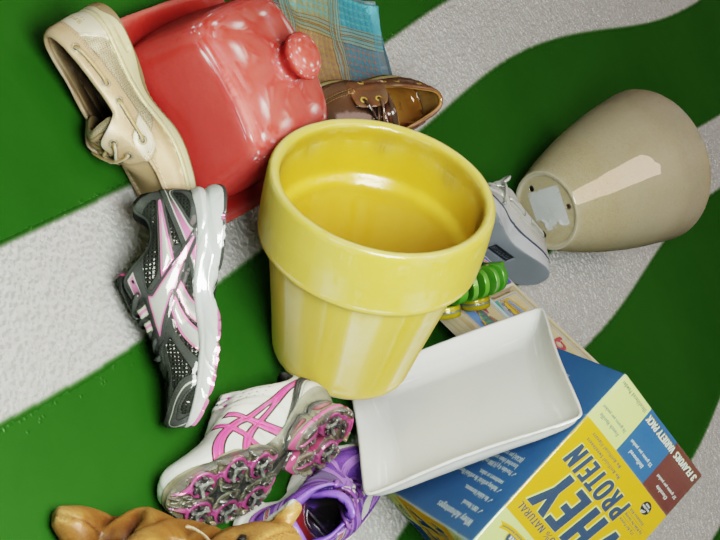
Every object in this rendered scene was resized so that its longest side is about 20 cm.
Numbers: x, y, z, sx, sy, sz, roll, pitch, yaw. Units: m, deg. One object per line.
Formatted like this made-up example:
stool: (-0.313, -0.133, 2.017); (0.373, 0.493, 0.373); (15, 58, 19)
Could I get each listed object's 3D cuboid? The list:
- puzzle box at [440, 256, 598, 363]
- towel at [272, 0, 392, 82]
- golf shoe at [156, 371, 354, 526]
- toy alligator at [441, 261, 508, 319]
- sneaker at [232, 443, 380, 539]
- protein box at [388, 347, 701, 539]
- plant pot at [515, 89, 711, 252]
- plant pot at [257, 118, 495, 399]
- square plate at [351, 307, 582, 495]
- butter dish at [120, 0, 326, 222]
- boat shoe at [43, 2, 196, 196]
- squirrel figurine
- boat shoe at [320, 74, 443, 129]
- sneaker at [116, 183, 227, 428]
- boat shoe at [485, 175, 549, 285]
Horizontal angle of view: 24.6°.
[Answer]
puzzle box: (0.162, 0.070, 1.709); (0.200, 0.026, 0.133); (44, 30, 17)
towel: (-0.033, -0.228, 1.696); (0.199, 0.022, 0.148); (8, 65, -51)
golf shoe: (-0.101, 0.146, 1.368); (0.092, 0.073, 0.199); (35, 37, 29)
toy alligator: (0.084, 0.019, 1.617); (0.199, 0.054, 0.060); (-14, 101, -39)
sneaker: (-0.024, 0.205, 1.411); (0.200, 0.083, 0.081); (-32, 98, -56)
protein box: (0.157, 0.189, 1.499); (0.200, 0.198, 0.135); (-45, 114, -12)
plant pot: (0.277, -0.098, 1.928); (0.199, 0.187, 0.189); (-22, 89, -41)
plant pot: (0.000, 0.000, 1.437); (0.198, 0.190, 0.202); (10, 37, -8)
square plate: (0.090, 0.119, 1.467); (0.201, 0.196, 0.029); (-100, 168, -63)
butter dish: (-0.098, -0.166, 1.461); (0.199, 0.147, 0.202); (-35, 100, -54)
boat shoe: (-0.201, -0.118, 1.371); (0.064, 0.071, 0.202); (-34, 105, -35)
squirrel figurine: (-0.097, 0.228, 1.207); (0.199, 0.186, 0.143); (17, 58, -48)
boat shoe: (0.006, -0.158, 1.646); (0.199, 0.067, 0.073); (-22, 108, -47)
sneaker: (-0.157, 0.028, 1.349); (0.085, 0.080, 0.203); (3, 78, -8)
boat shoe: (0.146, -0.067, 1.802); (0.201, 0.074, 0.087); (36, 46, -41)
